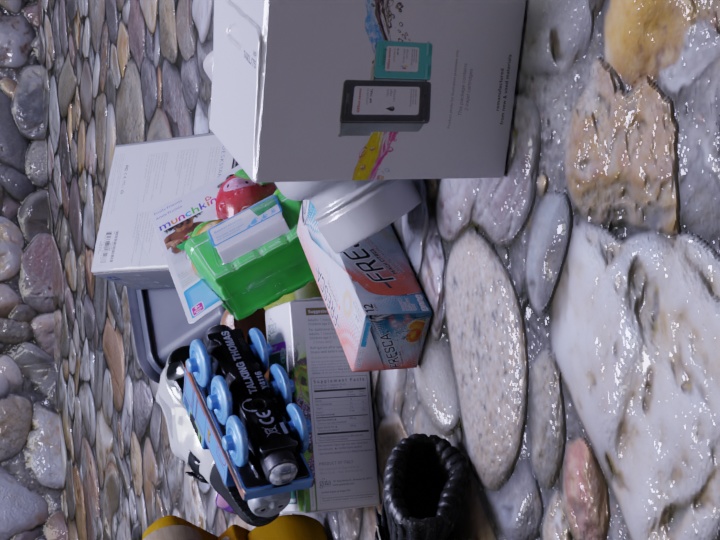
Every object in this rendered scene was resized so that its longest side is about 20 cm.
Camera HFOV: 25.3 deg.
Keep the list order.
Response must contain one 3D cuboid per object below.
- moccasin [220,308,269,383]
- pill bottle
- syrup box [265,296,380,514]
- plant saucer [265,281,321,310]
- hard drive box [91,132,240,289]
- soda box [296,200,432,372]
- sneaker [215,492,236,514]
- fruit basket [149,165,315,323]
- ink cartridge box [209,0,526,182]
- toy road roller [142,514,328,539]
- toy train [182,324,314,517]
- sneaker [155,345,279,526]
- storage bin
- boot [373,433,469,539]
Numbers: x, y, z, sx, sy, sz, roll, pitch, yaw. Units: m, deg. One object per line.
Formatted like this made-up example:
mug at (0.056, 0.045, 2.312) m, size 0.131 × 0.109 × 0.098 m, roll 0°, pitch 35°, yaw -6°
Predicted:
moccasin at (-0.079, 0.122, 1.611) m, size 0.078 × 0.074 × 0.202 m, roll -22°, pitch 89°, yaw 52°
pill bottle at (-0.036, -0.122, 1.362) m, size 0.200 × 0.114 × 0.114 m, roll 58°, pitch 160°, yaw -4°
syrup box at (-0.038, 0.129, 1.535) m, size 0.079 × 0.081 × 0.201 m, roll 160°, pitch 106°, yaw -66°
plant saucer at (-0.076, 0.061, 1.714) m, size 0.200 × 0.031 × 0.201 m, roll 178°, pitch 90°, yaw -71°
hard drive box at (-0.192, -0.064, 1.777) m, size 0.200 × 0.077 × 0.156 m, roll -2°, pitch 73°, yaw 40°
soda box at (0.000, 0.000, 1.440) m, size 0.200 × 0.063 × 0.069 m, roll -114°, pitch 29°, yaw -46°
sneaker at (-0.130, 0.167, 1.677) m, size 0.088 × 0.080 × 0.201 m, roll -26°, pitch 62°, yaw 26°
fruit basket at (-0.115, -0.051, 1.612) m, size 0.094 × 0.185 × 0.200 m, roll 63°, pitch 180°, yaw -45°
ink cartridge box at (-0.001, -0.157, 1.217) m, size 0.147 × 0.199 × 0.147 m, roll -131°, pitch 42°, yaw -61°
toy road roller at (-0.114, 0.308, 1.633) m, size 0.146 × 0.200 × 0.123 m, roll -44°, pitch 41°, yaw 16°
toy train at (-0.105, 0.140, 1.492) m, size 0.200 × 0.086 × 0.115 m, roll -122°, pitch 30°, yaw -44°
sneaker at (-0.143, 0.179, 1.606) m, size 0.200 × 0.074 × 0.089 m, roll 59°, pitch 138°, yaw 24°
storage bin at (-0.173, 0.021, 1.866) m, size 0.134 × 0.145 × 0.201 m, roll -32°, pitch 57°, yaw 37°
boot at (0.053, 0.253, 1.288) m, size 0.211 × 0.079 × 0.158 m, roll -110°, pitch 26°, yaw -43°
